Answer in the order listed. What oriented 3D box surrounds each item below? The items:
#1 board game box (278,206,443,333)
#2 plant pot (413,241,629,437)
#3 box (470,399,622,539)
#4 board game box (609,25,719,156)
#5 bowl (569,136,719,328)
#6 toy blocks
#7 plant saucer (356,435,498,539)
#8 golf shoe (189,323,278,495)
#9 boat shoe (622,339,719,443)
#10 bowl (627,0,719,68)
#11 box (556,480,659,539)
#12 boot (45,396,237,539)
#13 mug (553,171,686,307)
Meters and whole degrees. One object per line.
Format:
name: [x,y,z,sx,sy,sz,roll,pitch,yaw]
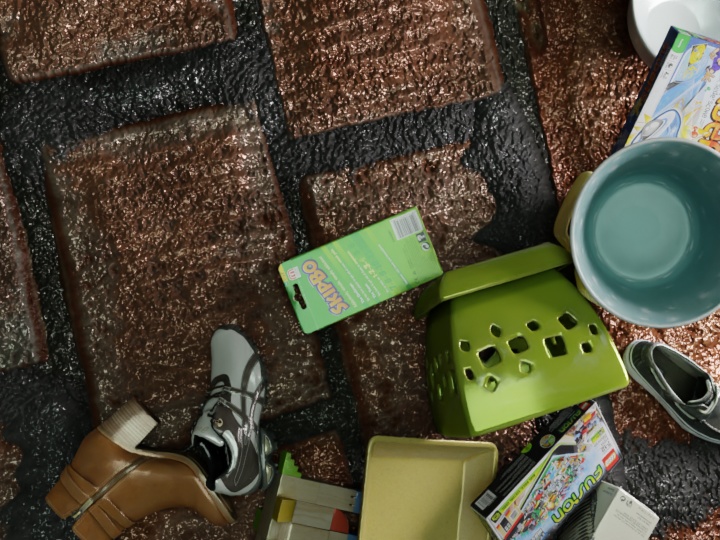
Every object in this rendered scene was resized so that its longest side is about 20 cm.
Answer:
board game box: [0.000,0.000,1.009,0.197,0.030,0.097,-23,88,-12]
plant pot: [0.173,0.082,0.945,0.196,0.199,0.185,-15,81,-9]
box: [0.236,0.262,0.986,0.200,0.035,0.111,-42,120,-13]
board game box: [0.422,-0.198,1.024,0.133,0.035,0.203,13,122,-6]
bowl: [0.328,-0.043,0.891,0.196,0.105,0.206,0,94,5]
toy blocks: [-0.056,0.332,0.946,0.134,0.100,0.204,17,79,-18]
plant saucer: [0.072,0.304,0.956,0.197,0.048,0.205,10,83,-30]
golf shoe: [-0.156,0.161,0.923,0.094,0.077,0.204,2,67,-48]
boat shoe: [0.435,0.165,1.033,0.198,0.071,0.073,34,81,-4]
bowl: [0.442,-0.339,1.071,0.197,0.090,0.206,1,85,-7]
box: [0.284,0.370,0.990,0.068,0.082,0.202,35,80,-4]
boot: [-0.256,0.270,0.921,0.200,0.077,0.156,42,80,0]
mug: [0.335,-0.032,1.012,0.184,0.149,0.155,29,90,9]
